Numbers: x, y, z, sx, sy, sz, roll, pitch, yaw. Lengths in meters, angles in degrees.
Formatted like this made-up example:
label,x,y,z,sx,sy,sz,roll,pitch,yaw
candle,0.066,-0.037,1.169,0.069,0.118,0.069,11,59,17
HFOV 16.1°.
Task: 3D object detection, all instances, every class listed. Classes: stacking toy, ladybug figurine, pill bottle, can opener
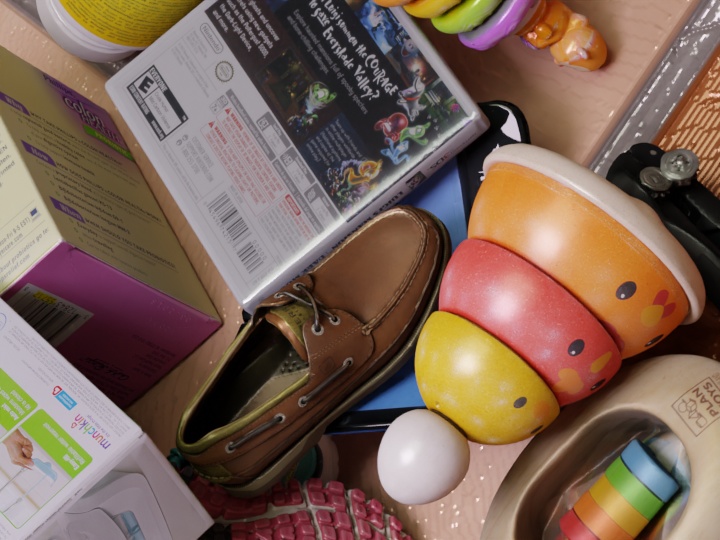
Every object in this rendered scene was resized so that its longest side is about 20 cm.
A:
label,x,y,z,sx,sy,sz,roll,pitch,yaw
stacking toy,0.079,0.046,1.380,0.146,0.146,0.200,29,76,36
ladybug figurine,0.152,0.132,1.400,0.200,0.072,0.136,-45,55,12
pill bottle,-0.138,-0.210,1.640,0.200,0.112,0.113,143,130,-58
stacking toy,0.067,-0.175,1.502,0.110,0.200,0.116,-52,23,8
can opener,0.207,-0.002,1.431,0.063,0.079,0.200,-30,53,-26

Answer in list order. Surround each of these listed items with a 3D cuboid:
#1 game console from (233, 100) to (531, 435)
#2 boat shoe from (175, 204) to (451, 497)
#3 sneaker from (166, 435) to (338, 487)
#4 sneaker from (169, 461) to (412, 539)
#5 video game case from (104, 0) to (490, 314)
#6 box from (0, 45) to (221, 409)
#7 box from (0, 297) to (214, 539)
label,x,y,z,sx,sy,sz,roll,pitch,yaw
game console,0.000,0.000,1.497,0.199,0.118,0.172,-6,97,23
boat shoe,-0.025,0.040,1.440,0.072,0.068,0.200,35,86,35
sneaker,-0.110,0.136,1.560,0.199,0.080,0.078,-32,59,20
sneaker,-0.061,0.165,1.495,0.199,0.075,0.081,13,47,0
video game case,-0.042,-0.100,1.538,0.182,0.023,0.200,-39,57,7
box,-0.208,-0.035,1.623,0.097,0.176,0.200,-39,57,14
box,-0.215,0.127,1.428,0.176,0.097,0.200,-44,43,-11
